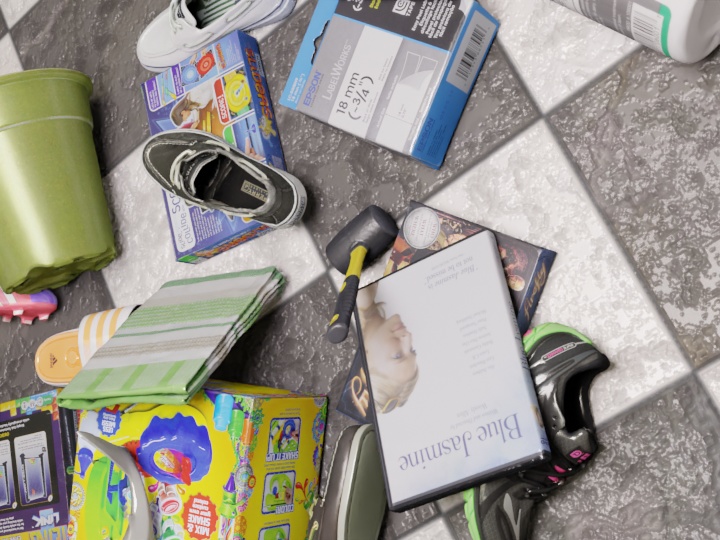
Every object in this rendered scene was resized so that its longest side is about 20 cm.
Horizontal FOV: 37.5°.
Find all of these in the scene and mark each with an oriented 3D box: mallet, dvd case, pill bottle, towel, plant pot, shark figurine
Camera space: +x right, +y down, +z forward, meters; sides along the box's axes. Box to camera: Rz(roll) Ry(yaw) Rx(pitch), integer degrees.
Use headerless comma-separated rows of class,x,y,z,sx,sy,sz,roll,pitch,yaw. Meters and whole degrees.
mallet,0.000,0.000,0.892,0.041,0.200,0.066,42,105,-13
dvd case,0.066,0.080,0.861,0.142,0.018,0.200,-26,59,26
pill bottle,0.200,-0.253,0.832,0.200,0.113,0.113,36,102,29
towel,-0.169,0.064,0.977,0.149,0.200,0.031,-8,117,28
plant pot,-0.345,-0.081,1.113,0.200,0.200,0.190,-24,85,26
shark figurine,-0.217,0.253,0.897,0.128,0.089,0.215,24,101,29

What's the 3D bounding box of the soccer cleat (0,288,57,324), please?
soccer cleat,-0.421,0.019,1.202,0.200,0.067,0.077,-2,78,33

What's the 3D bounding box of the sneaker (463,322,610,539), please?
sneaker,0.141,0.142,0.841,0.084,0.077,0.201,20,95,35

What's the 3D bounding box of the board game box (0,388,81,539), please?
board game box,-0.371,0.226,1.150,0.200,0.057,0.166,-15,78,28

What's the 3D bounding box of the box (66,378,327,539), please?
box,-0.152,0.200,0.983,0.200,0.122,0.193,3,87,31

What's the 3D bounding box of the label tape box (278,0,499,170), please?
label tape box,0.006,-0.195,0.970,0.200,0.063,0.145,26,97,30

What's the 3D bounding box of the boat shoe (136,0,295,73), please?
boat shoe,-0.163,-0.263,1.077,0.200,0.067,0.074,-21,73,27

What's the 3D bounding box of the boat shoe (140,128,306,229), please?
boat shoe,-0.143,-0.094,1.004,0.200,0.064,0.071,20,95,31

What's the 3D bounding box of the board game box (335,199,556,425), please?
board game box,0.071,0.055,0.917,0.135,0.035,0.201,22,95,31

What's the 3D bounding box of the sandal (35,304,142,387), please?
sandal,-0.280,0.086,1.110,0.206,0.059,0.079,-16,76,29

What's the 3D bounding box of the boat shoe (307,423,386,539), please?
boat shoe,-0.019,0.228,0.921,0.060,0.072,0.202,9,98,32

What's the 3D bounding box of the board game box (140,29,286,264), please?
board game box,-0.146,-0.122,1.068,0.135,0.034,0.201,-21,74,28
